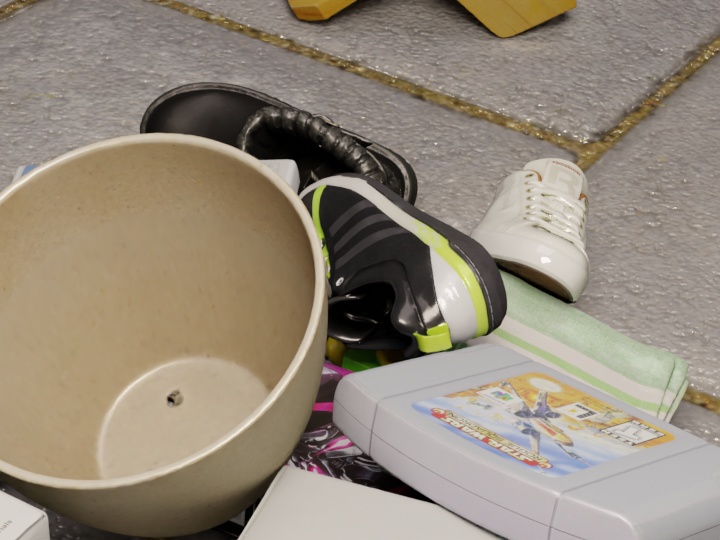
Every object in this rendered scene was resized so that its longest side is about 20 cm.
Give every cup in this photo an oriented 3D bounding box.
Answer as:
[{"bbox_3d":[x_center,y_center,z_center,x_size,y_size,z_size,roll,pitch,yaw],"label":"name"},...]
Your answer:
[{"bbox_3d":[-0.102,0.053,1.021,0.198,0.144,0.202,-6,55,9],"label":"cup"}]

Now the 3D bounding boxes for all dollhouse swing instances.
[{"bbox_3d":[0.050,-0.257,1.745,0.181,0.176,0.201,38,17,-30],"label":"dollhouse swing"}]

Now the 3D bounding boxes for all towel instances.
[{"bbox_3d":[0.097,0.077,1.135,0.152,0.024,0.200,26,37,6],"label":"towel"}]

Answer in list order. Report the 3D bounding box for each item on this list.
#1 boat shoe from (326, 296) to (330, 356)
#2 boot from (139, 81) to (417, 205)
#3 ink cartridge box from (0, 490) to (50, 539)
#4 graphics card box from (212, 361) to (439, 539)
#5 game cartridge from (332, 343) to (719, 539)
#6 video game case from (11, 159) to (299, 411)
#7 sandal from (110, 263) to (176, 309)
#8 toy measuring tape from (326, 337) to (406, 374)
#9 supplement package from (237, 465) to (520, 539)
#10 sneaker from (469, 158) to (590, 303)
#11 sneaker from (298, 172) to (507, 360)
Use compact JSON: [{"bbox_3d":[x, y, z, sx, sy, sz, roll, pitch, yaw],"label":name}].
[{"bbox_3d":[-0.079,0.015,1.260,0.198,0.072,0.060,7,28,-9],"label":"boat shoe"},{"bbox_3d":[-0.067,-0.076,1.339,0.209,0.080,0.158,14,7,13],"label":"boot"},{"bbox_3d":[-0.242,0.149,0.948,0.199,0.146,0.083,21,42,25],"label":"ink cartridge box"},{"bbox_3d":[-0.011,0.111,1.134,0.198,0.051,0.125,18,34,21],"label":"graphics card box"},{"bbox_3d":[0.088,0.090,1.005,0.199,0.042,0.133,25,20,39],"label":"game cartridge"},{"bbox_3d":[-0.138,0.010,1.183,0.180,0.022,0.201,-1,45,12],"label":"video game case"},{"bbox_3d":[-0.187,-0.003,1.138,0.199,0.048,0.076,-13,33,22],"label":"sandal"},{"bbox_3d":[0.072,0.075,1.191,0.199,0.074,0.074,23,35,18],"label":"toy measuring tape"},{"bbox_3d":[0.033,0.190,0.950,0.198,0.118,0.118,14,33,13],"label":"supplement package"},{"bbox_3d":[0.110,-0.033,1.273,0.072,0.085,0.200,28,3,-9],"label":"sneaker"},{"bbox_3d":[0.000,0.000,1.160,0.082,0.072,0.199,-30,27,-24],"label":"sneaker"}]
